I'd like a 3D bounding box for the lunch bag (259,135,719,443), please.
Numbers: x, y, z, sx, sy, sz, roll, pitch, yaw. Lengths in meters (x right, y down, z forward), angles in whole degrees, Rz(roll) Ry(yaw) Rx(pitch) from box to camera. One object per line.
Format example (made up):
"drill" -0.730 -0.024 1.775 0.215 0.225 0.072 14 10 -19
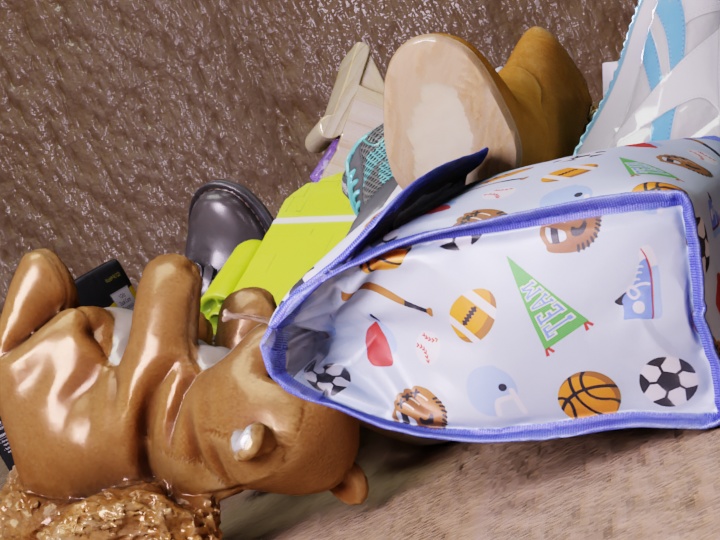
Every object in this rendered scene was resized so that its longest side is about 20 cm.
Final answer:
"lunch bag" 0.069 0.007 0.993 0.200 0.124 0.170 -9 8 18

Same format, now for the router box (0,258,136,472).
"router box" -0.180 0.086 1.455 0.051 0.149 0.200 -29 4 20

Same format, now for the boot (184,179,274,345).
"boot" -0.111 0.055 1.314 0.069 0.200 0.174 4 13 27

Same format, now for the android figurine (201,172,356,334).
"android figurine" 0.000 0.000 1.249 0.182 0.041 0.200 -3 34 22

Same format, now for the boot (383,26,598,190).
"boot" 0.073 -0.084 1.141 0.071 0.201 0.144 -1 46 23

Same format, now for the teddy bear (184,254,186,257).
"teddy bear" -0.074 0.041 1.479 0.067 0.145 0.200 -11 5 -17

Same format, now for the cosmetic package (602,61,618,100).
"cosmetic package" 0.249 -0.101 1.276 0.200 0.051 0.083 -2 0 30

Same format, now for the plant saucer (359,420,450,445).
"plant saucer" 0.087 0.047 1.182 0.200 0.035 0.200 -26 5 2

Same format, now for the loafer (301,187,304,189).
"loafer" -0.045 0.037 1.320 0.072 0.063 0.200 -40 21 54

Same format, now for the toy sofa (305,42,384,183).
"toy sofa" 0.066 -0.063 1.386 0.200 0.098 0.083 19 -4 -6

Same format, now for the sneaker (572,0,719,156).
"sneaker" 0.174 -0.091 1.144 0.081 0.200 0.077 19 -11 22

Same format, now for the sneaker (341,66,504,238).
"sneaker" 0.025 -0.038 1.204 0.091 0.078 0.200 -4 30 31

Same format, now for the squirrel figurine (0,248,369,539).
"squirrel figurine" -0.089 0.095 1.086 0.187 0.142 0.200 11 73 38
